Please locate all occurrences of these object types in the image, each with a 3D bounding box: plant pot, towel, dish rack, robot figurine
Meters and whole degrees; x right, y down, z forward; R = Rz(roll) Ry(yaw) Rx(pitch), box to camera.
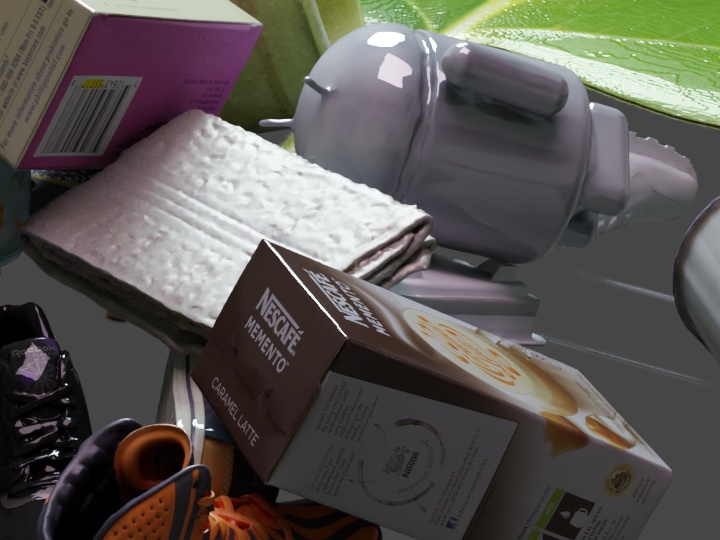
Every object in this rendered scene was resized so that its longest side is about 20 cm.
[{"bbox_3d":[-0.104,-0.152,1.773,0.183,0.201,0.201,-16,24,9],"label":"plant pot"},{"bbox_3d":[-0.068,-0.015,1.528,0.132,0.035,0.200,-36,43,-28],"label":"towel"},{"bbox_3d":[0.000,0.000,1.623,0.171,0.044,0.200,17,6,28],"label":"dish rack"},{"bbox_3d":[0.048,-0.070,1.633,0.199,0.170,0.113,13,55,-20],"label":"robot figurine"}]

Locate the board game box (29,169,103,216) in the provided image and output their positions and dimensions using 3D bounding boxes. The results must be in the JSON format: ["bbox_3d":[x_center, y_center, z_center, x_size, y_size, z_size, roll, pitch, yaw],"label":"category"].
[{"bbox_3d":[-0.160,-0.047,1.794,0.199,0.028,0.135,21,31,31],"label":"board game box"}]

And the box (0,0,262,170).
[{"bbox_3d":[-0.188,-0.146,1.616,0.200,0.097,0.176,36,18,21],"label":"box"}]

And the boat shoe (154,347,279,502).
[{"bbox_3d":[-0.070,0.070,1.512,0.062,0.075,0.200,11,22,-9],"label":"boat shoe"}]

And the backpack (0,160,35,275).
[{"bbox_3d":[-0.266,-0.050,1.644,0.177,0.151,0.200,-3,18,-13],"label":"backpack"}]

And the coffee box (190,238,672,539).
[{"bbox_3d":[0.034,0.073,1.415,0.199,0.080,0.114,22,14,-31],"label":"coffee box"}]

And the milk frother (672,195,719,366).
[{"bbox_3d":[0.295,0.042,1.578,0.200,0.180,0.188,41,12,-25],"label":"milk frother"}]

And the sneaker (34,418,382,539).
[{"bbox_3d":[-0.066,0.118,1.363,0.199,0.113,0.077,-20,34,-40],"label":"sneaker"}]

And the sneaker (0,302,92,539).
[{"bbox_3d":[-0.164,0.083,1.451,0.075,0.088,0.200,-5,27,-18],"label":"sneaker"}]

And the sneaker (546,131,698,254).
[{"bbox_3d":[0.117,-0.043,1.785,0.199,0.076,0.081,7,66,-29],"label":"sneaker"}]
